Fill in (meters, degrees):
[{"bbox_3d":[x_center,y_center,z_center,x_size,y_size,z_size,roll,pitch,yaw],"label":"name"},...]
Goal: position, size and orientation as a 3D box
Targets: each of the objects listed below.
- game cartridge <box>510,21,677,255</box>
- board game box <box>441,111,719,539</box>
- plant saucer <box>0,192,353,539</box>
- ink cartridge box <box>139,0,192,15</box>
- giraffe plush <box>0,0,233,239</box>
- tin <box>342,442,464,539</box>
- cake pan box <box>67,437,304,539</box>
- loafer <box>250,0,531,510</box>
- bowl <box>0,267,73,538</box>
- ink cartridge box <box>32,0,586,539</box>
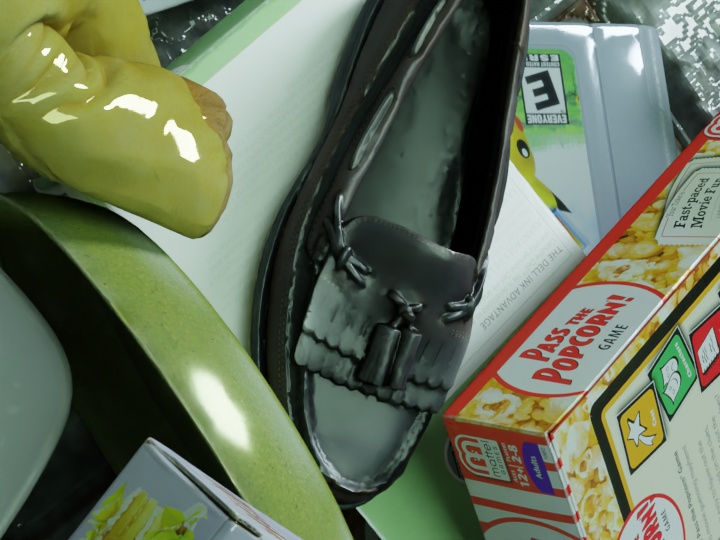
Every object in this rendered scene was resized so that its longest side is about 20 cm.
[{"bbox_3d":[0.044,-0.032,0.899,0.200,0.040,0.134,-3,83,-29],"label":"game cartridge"},{"bbox_3d":[0.121,0.055,0.828,0.200,0.046,0.152,-44,127,-37],"label":"board game box"},{"bbox_3d":[-0.053,0.054,0.729,0.031,0.200,0.200,-34,95,-15],"label":"plant saucer"},{"bbox_3d":[-0.045,-0.196,0.802,0.200,0.043,0.197,-24,132,-41],"label":"ink cartridge box"},{"bbox_3d":[-0.104,-0.121,0.671,0.200,0.172,0.162,23,91,-64],"label":"giraffe plush"},{"bbox_3d":[0.072,0.092,0.884,0.200,0.042,0.112,-14,81,-30],"label":"tin"},{"bbox_3d":[-0.042,0.166,0.629,0.184,0.052,0.200,-52,133,0],"label":"cake pan box"},{"bbox_3d":[0.014,-0.019,0.771,0.072,0.063,0.200,21,71,-23],"label":"loafer"},{"bbox_3d":[-0.214,0.047,0.718,0.200,0.075,0.200,43,62,-12],"label":"bowl"},{"bbox_3d":[0.000,0.000,0.822,0.146,0.048,0.200,-44,103,-28],"label":"ink cartridge box"}]
